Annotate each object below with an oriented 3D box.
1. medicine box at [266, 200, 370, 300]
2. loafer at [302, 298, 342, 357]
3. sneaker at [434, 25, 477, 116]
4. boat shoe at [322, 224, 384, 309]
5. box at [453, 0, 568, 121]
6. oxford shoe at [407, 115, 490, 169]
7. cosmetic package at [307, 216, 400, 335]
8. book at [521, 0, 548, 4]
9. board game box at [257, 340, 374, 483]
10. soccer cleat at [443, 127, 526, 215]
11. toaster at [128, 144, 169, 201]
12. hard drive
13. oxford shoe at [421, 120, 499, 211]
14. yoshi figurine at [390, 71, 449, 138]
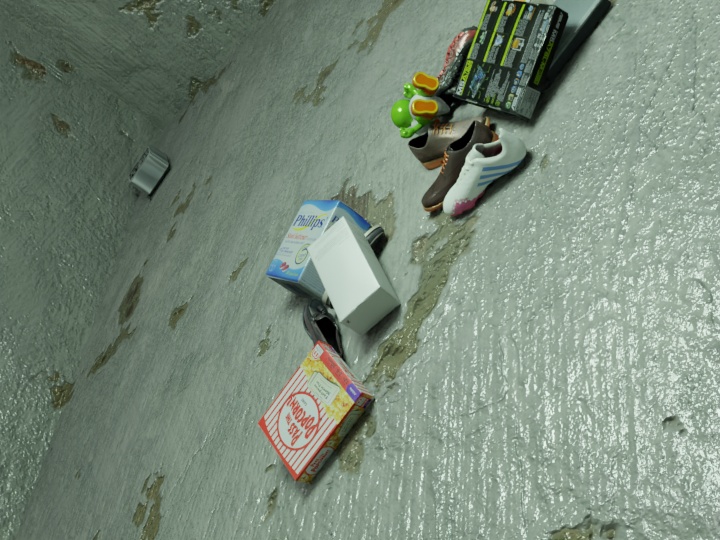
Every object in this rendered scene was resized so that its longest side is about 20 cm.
[{"bbox_3d":[-0.097,-0.046,1.741,0.181,0.102,0.204,8,68,59],"label":"medicine box"},{"bbox_3d":[-0.068,0.123,1.546,0.064,0.070,0.202,-59,31,33],"label":"loafer"},{"bbox_3d":[0.207,-0.417,1.654,0.203,0.069,0.099,-59,30,23],"label":"sneaker"},{"bbox_3d":[0.000,0.000,1.609,0.062,0.073,0.202,33,83,19],"label":"boat shoe"},{"bbox_3d":[0.278,-0.401,1.460,0.192,0.047,0.205,33,107,54],"label":"box"},{"bbox_3d":[0.175,-0.267,1.563,0.198,0.072,0.073,-23,42,46],"label":"oxford shoe"},{"bbox_3d":[-0.016,0.009,1.504,0.107,0.085,0.202,-37,51,14],"label":"cosmetic package"},{"bbox_3d":[0.305,-0.502,1.592,0.135,0.047,0.201,-54,17,15],"label":"book"},{"bbox_3d":[-0.084,0.257,1.417,0.202,0.046,0.151,-53,50,8],"label":"board game box"},{"bbox_3d":[0.209,-0.182,1.408,0.199,0.086,0.071,-39,32,30],"label":"soccer cleat"},{"bbox_3d":[-0.954,-0.447,3.508,0.182,0.118,0.200,-52,28,9],"label":"toaster"},{"bbox_3d":[0.370,-0.440,1.474,0.201,0.033,0.140,-52,28,9],"label":"hard drive"},{"bbox_3d":[0.177,-0.203,1.495,0.201,0.072,0.072,-49,29,15],"label":"oxford shoe"},{"bbox_3d":[0.109,-0.337,1.622,0.111,0.113,0.200,-36,-6,-6],"label":"yoshi figurine"}]
